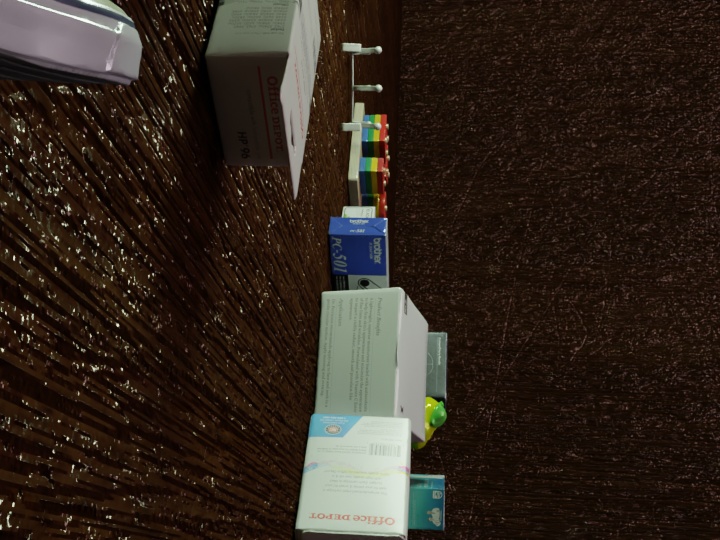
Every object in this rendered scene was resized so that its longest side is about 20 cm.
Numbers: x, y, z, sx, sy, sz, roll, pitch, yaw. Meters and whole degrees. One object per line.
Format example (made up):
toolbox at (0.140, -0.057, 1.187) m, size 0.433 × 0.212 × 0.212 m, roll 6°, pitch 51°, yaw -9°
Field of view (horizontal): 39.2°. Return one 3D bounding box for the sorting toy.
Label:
sorting toy at (0.021, -0.194, 2.028) m, size 0.200 × 0.068 × 0.202 m, roll 85°, pitch 8°, yaw -55°

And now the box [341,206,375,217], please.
box at (-0.004, -0.002, 1.827) m, size 0.117 × 0.059 × 0.202 m, roll -82°, pitch 172°, yaw -55°

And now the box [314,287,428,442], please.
box at (0.022, 0.152, 1.554) m, size 0.200 × 0.129 × 0.202 m, roll 50°, pitch 40°, yaw -65°

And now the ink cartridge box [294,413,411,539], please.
ink cartridge box at (-0.005, 0.298, 1.360) m, size 0.201 × 0.142 × 0.086 m, roll -83°, pitch 174°, yaw -52°

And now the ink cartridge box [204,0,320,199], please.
ink cartridge box at (-0.077, -0.167, 0.815) m, size 0.117 × 0.067 × 0.202 m, roll 85°, pitch 7°, yaw -50°

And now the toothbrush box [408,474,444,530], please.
toothbrush box at (0.071, 0.462, 2.031) m, size 0.146 × 0.197 × 0.087 m, roll 8°, pitch 82°, yaw -84°

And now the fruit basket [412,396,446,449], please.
fruit basket at (0.068, 0.323, 1.964) m, size 0.216 × 0.212 × 0.158 m, roll -46°, pitch 137°, yaw -83°

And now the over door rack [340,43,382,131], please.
over door rack at (0.004, -0.325, 1.805) m, size 0.200 × 0.066 × 0.150 m, roll -65°, pitch 155°, yaw -79°

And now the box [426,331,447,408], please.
box at (0.089, 0.218, 2.188) m, size 0.107 × 0.197 × 0.150 m, roll 80°, pitch 13°, yaw -66°

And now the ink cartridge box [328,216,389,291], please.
ink cartridge box at (0.000, 0.000, 1.669) m, size 0.045 × 0.093 × 0.202 m, roll -84°, pitch 174°, yaw -45°

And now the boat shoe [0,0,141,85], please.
boat shoe at (-0.118, -0.095, 0.310) m, size 0.200 × 0.071 × 0.063 m, roll -26°, pitch 119°, yaw -82°
